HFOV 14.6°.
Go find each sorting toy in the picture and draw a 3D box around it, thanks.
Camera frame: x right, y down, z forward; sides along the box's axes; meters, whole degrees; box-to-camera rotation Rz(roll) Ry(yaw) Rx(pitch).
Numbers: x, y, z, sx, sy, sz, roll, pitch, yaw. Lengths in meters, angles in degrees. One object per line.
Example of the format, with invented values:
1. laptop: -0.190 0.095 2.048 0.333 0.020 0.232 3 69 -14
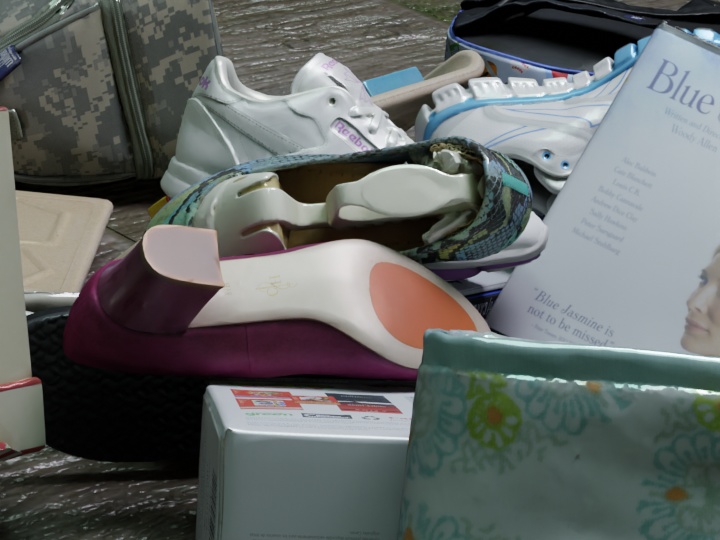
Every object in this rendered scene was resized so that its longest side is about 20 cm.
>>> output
1. sorting toy: -0.242 -0.009 1.557 0.185 0.037 0.200 6 17 1
2. sorting toy: -0.043 -0.061 1.591 0.185 0.036 0.200 -34 -4 39

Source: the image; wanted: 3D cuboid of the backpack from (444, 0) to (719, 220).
1. backpack: 0.143 -0.106 1.740 0.190 0.154 0.200 18 18 10

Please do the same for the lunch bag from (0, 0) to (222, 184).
1. lunch bag: -0.179 -0.135 1.754 0.168 0.139 0.200 -16 25 -7

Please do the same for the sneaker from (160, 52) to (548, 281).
1. sneaker: 0.001 -0.053 1.418 0.200 0.100 0.075 14 7 5

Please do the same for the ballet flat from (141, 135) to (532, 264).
1. ballet flat: -0.018 -0.030 1.357 0.200 0.074 0.074 -12 20 10

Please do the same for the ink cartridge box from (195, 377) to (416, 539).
1. ink cartridge box: 0.029 0.101 1.267 0.200 0.084 0.176 3 6 -6

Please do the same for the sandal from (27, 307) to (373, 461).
1. sandal: -0.087 0.055 1.382 0.200 0.075 0.048 6 17 -22

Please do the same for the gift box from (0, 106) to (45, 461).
1. gift box: -0.256 0.025 1.268 0.184 0.187 0.200 -11 11 -38

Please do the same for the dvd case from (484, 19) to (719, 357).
1. dvd case: 0.171 -0.020 1.452 0.143 0.200 0.018 26 -16 19

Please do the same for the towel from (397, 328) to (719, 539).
1. towel: 0.115 0.117 1.150 0.200 0.171 0.048 6 -1 4

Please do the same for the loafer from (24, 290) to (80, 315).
1. loafer: -0.106 0.029 1.430 0.200 0.070 0.070 -8 19 -17

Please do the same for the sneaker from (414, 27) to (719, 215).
1. sneaker: 0.131 -0.068 1.522 0.200 0.075 0.087 -15 45 10

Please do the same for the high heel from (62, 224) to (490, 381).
1. high heel: -0.039 0.028 1.329 0.200 0.096 0.067 17 53 -25

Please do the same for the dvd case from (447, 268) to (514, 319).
1. dvd case: 0.000 0.000 1.487 0.150 0.025 0.200 15 8 20
